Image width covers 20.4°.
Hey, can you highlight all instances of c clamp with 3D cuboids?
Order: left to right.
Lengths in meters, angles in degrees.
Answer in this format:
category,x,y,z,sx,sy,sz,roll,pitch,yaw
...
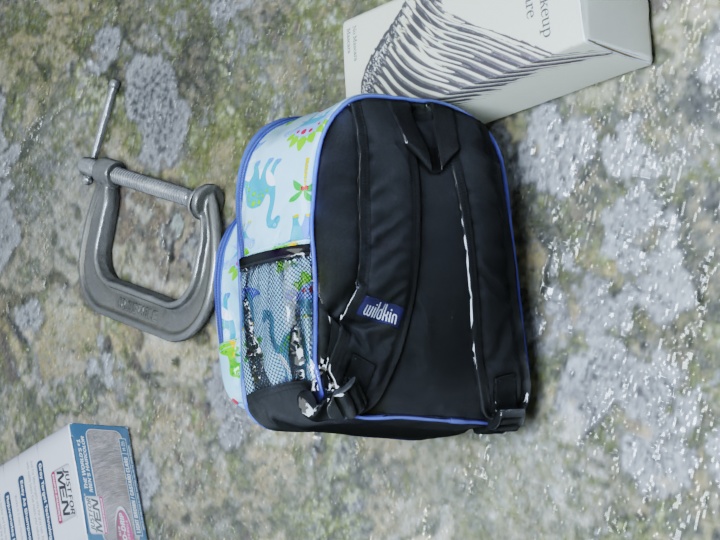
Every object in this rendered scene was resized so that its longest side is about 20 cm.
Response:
category,x,y,z,sx,sy,sz,roll,pitch,yaw
c clamp,-0.161,-0.040,1.505,0.200,0.027,0.172,25,101,45

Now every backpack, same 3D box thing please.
category,x,y,z,sx,sy,sz,roll,pitch,yaw
backpack,0.000,0.000,1.221,0.147,0.182,0.201,-11,77,47

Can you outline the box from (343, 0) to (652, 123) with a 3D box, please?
category,x,y,z,sx,sy,sz,roll,pitch,yaw
box,0.081,-0.142,1.244,0.199,0.068,0.083,-19,69,43

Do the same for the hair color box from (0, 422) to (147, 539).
category,x,y,z,sx,sy,sz,roll,pitch,yaw
hair color box,-0.250,0.199,1.532,0.200,0.060,0.101,-31,62,39
